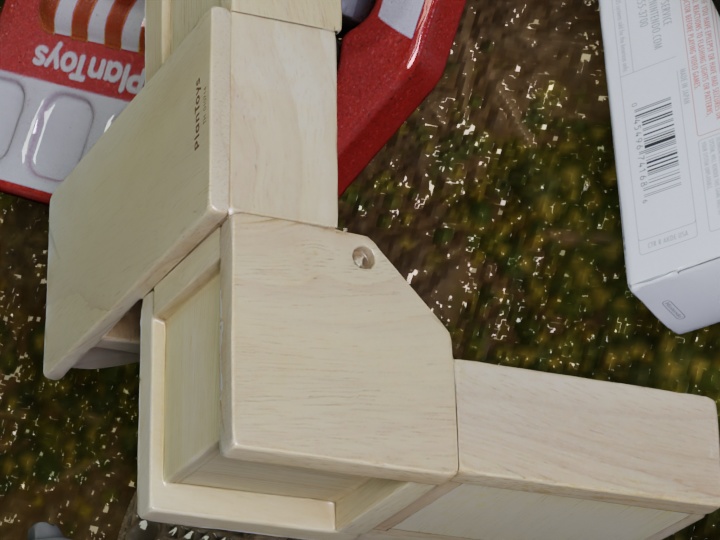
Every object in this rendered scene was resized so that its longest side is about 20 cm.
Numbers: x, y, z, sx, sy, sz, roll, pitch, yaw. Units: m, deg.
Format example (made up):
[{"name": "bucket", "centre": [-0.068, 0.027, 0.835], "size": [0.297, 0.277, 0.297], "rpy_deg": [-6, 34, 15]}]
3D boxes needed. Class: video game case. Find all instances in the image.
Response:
[{"name": "video game case", "centre": [0.171, -0.096, 0.956], "size": [0.181, 0.045, 0.201], "rpy_deg": [-20, 55, 27]}]

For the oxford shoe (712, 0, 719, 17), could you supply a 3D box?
[{"name": "oxford shoe", "centre": [0.154, -0.098, 0.907], "size": [0.071, 0.071, 0.200], "rpy_deg": [-26, 54, -6]}]

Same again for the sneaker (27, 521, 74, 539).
[{"name": "sneaker", "centre": [-0.127, 0.183, 0.905], "size": [0.098, 0.071, 0.201], "rpy_deg": [26, 84, 31]}]

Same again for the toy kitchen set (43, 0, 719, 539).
[{"name": "toy kitchen set", "centre": [0.000, 0.000, 0.971], "size": [0.163, 0.180, 0.201], "rpy_deg": [141, 133, -57]}]

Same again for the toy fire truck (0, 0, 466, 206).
[{"name": "toy fire truck", "centre": [-0.056, -0.089, 1.058], "size": [0.199, 0.112, 0.169], "rpy_deg": [17, 87, 32]}]

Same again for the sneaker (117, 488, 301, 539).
[{"name": "sneaker", "centre": [-0.047, 0.133, 0.990], "size": [0.070, 0.076, 0.201], "rpy_deg": [-9, 44, 26]}]
